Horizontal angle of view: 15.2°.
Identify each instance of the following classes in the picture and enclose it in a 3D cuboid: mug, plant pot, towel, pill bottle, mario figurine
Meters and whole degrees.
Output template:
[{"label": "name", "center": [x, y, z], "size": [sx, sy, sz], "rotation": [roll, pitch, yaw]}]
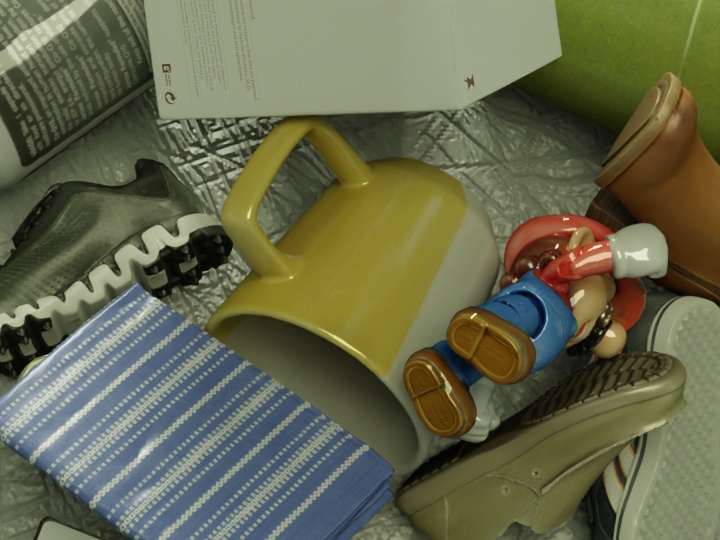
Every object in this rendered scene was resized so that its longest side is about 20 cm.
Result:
[{"label": "mug", "center": [0.007, 0.006, 1.581], "size": [0.149, 0.187, 0.154], "rotation": [24, 61, 16]}, {"label": "plant pot", "center": [0.163, -0.163, 1.663], "size": [0.189, 0.200, 0.201], "rotation": [16, 71, 7]}, {"label": "towel", "center": [-0.094, 0.103, 1.511], "size": [0.199, 0.024, 0.145], "rotation": [35, 49, 15]}, {"label": "pill bottle", "center": [-0.205, -0.121, 1.607], "size": [0.200, 0.114, 0.114], "rotation": [-37, 83, -18]}, {"label": "mario figurine", "center": [0.111, 0.037, 1.536], "size": [0.200, 0.123, 0.107], "rotation": [-35, 117, -54]}]

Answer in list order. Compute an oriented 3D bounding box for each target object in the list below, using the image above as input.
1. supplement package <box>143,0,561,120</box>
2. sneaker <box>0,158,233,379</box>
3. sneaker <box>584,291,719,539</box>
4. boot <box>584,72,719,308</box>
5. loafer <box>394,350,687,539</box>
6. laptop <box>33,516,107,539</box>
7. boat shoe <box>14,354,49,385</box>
[{"label": "supplement package", "center": [-0.010, -0.196, 1.557], "size": [0.199, 0.147, 0.193], "rotation": [0, 105, 28]}, {"label": "sneaker", "center": [-0.181, -0.003, 1.605], "size": [0.199, 0.067, 0.091], "rotation": [-27, 65, -9]}, {"label": "sneaker", "center": [0.170, 0.112, 1.629], "size": [0.078, 0.079, 0.202], "rotation": [6, 92, -42]}, {"label": "boot", "center": [0.212, -0.027, 1.569], "size": [0.155, 0.200, 0.077], "rotation": [32, 66, 9]}, {"label": "loafer", "center": [0.114, 0.111, 1.582], "size": [0.069, 0.199, 0.076], "rotation": [57, 29, -8]}, {"label": "laptop", "center": [-0.119, 0.264, 1.475], "size": [0.199, 0.116, 0.188], "rotation": [22, 92, -3]}, {"label": "boat shoe", "center": [-0.109, 0.097, 1.582], "size": [0.199, 0.068, 0.075], "rotation": [19, 71, -9]}]
